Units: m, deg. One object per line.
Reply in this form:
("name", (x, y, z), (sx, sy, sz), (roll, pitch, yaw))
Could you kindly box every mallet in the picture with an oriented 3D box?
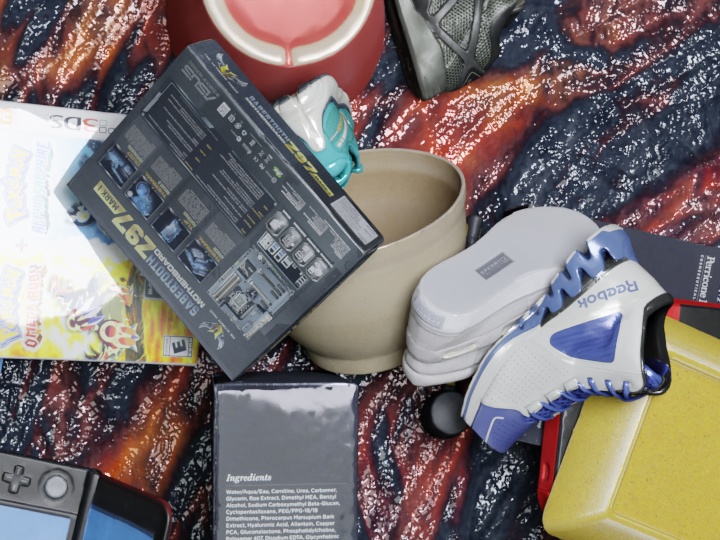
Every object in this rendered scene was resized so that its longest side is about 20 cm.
("mallet", (0.088, 0.050, 1.179), (0.041, 0.066, 0.203), (10, 87, -5))

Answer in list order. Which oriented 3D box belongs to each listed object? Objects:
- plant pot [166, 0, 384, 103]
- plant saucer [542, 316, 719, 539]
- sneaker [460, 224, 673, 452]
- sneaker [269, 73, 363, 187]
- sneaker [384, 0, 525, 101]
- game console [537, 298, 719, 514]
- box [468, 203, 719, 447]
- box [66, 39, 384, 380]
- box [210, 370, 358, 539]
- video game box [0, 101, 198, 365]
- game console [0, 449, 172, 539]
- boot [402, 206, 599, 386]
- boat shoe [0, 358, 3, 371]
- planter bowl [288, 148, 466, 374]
("plant pot", (-0.065, -0.226, 1.112), (0.197, 0.177, 0.204), (0, 88, -7))
("plant saucer", (0.272, 0.153, 1.082), (0.198, 0.048, 0.202), (22, 85, -11))
("sneaker", (0.174, 0.075, 1.036), (0.115, 0.080, 0.200), (44, 105, 28))
("sneaker", (-0.035, -0.101, 1.080), (0.077, 0.200, 0.080), (-26, 91, 5))
("sneaker", (0.074, -0.262, 1.178), (0.113, 0.076, 0.202), (-19, 98, -10))
("game console", (0.240, 0.123, 1.115), (0.174, 0.031, 0.203), (7, 89, -12))
("box", (0.202, 0.060, 1.173), (0.179, 0.104, 0.203), (13, 88, -6))
("box", (-0.103, -0.044, 0.996), (0.158, 0.051, 0.200), (-43, 87, 25))
("box", (-0.067, 0.187, 1.092), (0.116, 0.197, 0.203), (-1, 89, -7))
("video game box", (-0.217, -0.028, 1.080), (0.180, 0.047, 0.203), (3, 88, -20))
("game console", (-0.264, 0.266, 1.104), (0.170, 0.119, 0.203), (14, 87, -15))
("boot", (0.109, 0.022, 1.079), (0.198, 0.096, 0.074), (-24, 56, -33))
("boat shoe", (-0.355, 0.127, 1.111), (0.068, 0.084, 0.203), (21, 84, -34))
("planter bowl", (0.000, 0.000, 1.122), (0.197, 0.201, 0.136), (-16, 118, -7))
